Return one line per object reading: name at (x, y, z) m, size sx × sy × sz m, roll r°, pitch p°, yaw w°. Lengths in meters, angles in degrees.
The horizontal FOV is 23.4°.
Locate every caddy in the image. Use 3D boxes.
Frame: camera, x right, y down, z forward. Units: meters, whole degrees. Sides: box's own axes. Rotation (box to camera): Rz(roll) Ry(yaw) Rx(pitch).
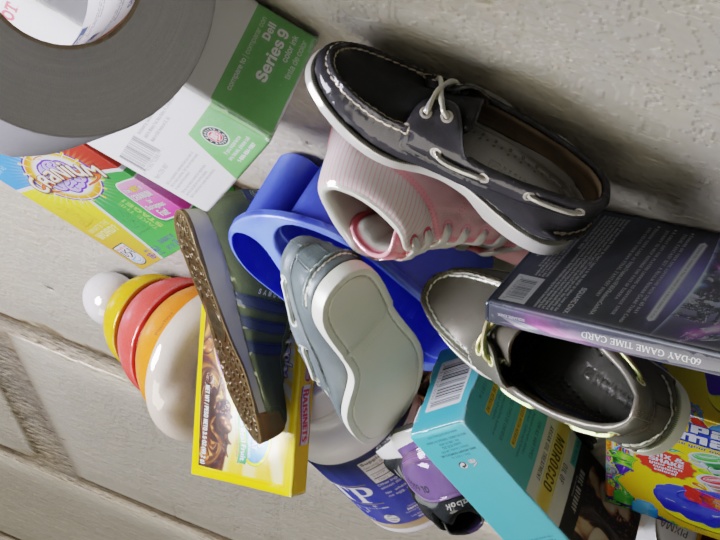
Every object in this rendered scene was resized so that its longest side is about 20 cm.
caddy at (0.000, 0.000, 1.232) m, size 0.200 × 0.105 × 0.141 m, roll 39°, pitch 153°, yaw -30°

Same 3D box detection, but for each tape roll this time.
tape roll at (-0.179, -0.166, 0.949) m, size 0.200 × 0.201 × 0.066 m, roll 37°, pitch 154°, yaw -26°

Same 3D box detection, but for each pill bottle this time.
pill bottle at (0.004, 0.126, 1.470) m, size 0.119 × 0.120 × 0.200 m, roll 3°, pitch 148°, yaw 40°

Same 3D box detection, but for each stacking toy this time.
stacking toy at (-0.174, 0.047, 1.520) m, size 0.200 × 0.146 × 0.146 m, roll 30°, pitch 165°, yaw 40°

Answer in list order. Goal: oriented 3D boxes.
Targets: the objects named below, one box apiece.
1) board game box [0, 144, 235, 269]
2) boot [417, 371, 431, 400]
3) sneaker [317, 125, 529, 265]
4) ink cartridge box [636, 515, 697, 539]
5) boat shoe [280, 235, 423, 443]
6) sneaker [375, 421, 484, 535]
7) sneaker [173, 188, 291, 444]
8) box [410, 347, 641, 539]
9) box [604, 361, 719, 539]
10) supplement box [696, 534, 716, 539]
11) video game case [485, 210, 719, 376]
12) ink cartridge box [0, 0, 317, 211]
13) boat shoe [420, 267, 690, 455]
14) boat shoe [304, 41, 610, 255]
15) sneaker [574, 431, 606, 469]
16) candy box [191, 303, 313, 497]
board game box at (-0.215, -0.083, 1.349) m, size 0.200 × 0.040 × 0.153 m, roll 33°, pitch 155°, yaw -18°
boot at (0.113, 0.139, 1.438) m, size 0.155 × 0.077 × 0.200 m, roll 24°, pitch 152°, yaw -9°
sneaker at (0.051, -0.032, 1.126) m, size 0.200 × 0.105 × 0.075 m, roll 37°, pitch 151°, yaw -28°
ink cartridge box at (0.206, 0.234, 1.401) m, size 0.050 × 0.201 × 0.162 m, roll 29°, pitch 155°, yaw -11°
boat shoe at (-0.008, 0.046, 1.181) m, size 0.062 × 0.073 × 0.200 m, roll 38°, pitch 162°, yaw 32°
sneaker at (0.059, 0.159, 1.306) m, size 0.075 × 0.088 × 0.200 m, roll -20°, pitch 171°, yaw 0°
sneaker at (-0.069, 0.029, 1.313) m, size 0.067 × 0.090 × 0.201 m, roll 33°, pitch 143°, yaw 60°
box at (0.120, 0.145, 1.223) m, size 0.049 × 0.082 × 0.200 m, roll -20°, pitch 124°, yaw 37°
box at (0.275, 0.098, 1.156) m, size 0.199 × 0.122 × 0.193 m, roll 17°, pitch 154°, yaw 17°
supplement box at (0.335, 0.270, 1.357) m, size 0.132 × 0.198 × 0.200 m, roll 24°, pitch 157°, yaw 0°
video game case at (0.194, 0.013, 1.049) m, size 0.199 × 0.143 × 0.019 m, roll 14°, pitch 122°, yaw 24°
ink cartridge box at (-0.148, -0.140, 1.112) m, size 0.199 × 0.088 × 0.145 m, roll 28°, pitch 156°, yaw -12°
boat shoe at (0.110, 0.047, 1.076) m, size 0.201 × 0.072 × 0.060 m, roll 31°, pitch -175°, yaw 36°
boat shoe at (0.060, -0.083, 1.049) m, size 0.200 × 0.074 × 0.060 m, roll 35°, pitch 145°, yaw -6°
sneaker at (0.189, 0.120, 1.309) m, size 0.078 × 0.090 × 0.201 m, roll 30°, pitch 150°, yaw 32°
candy box at (-0.083, 0.072, 1.381) m, size 0.102 × 0.201 × 0.026 m, roll 8°, pitch -172°, yaw 29°
